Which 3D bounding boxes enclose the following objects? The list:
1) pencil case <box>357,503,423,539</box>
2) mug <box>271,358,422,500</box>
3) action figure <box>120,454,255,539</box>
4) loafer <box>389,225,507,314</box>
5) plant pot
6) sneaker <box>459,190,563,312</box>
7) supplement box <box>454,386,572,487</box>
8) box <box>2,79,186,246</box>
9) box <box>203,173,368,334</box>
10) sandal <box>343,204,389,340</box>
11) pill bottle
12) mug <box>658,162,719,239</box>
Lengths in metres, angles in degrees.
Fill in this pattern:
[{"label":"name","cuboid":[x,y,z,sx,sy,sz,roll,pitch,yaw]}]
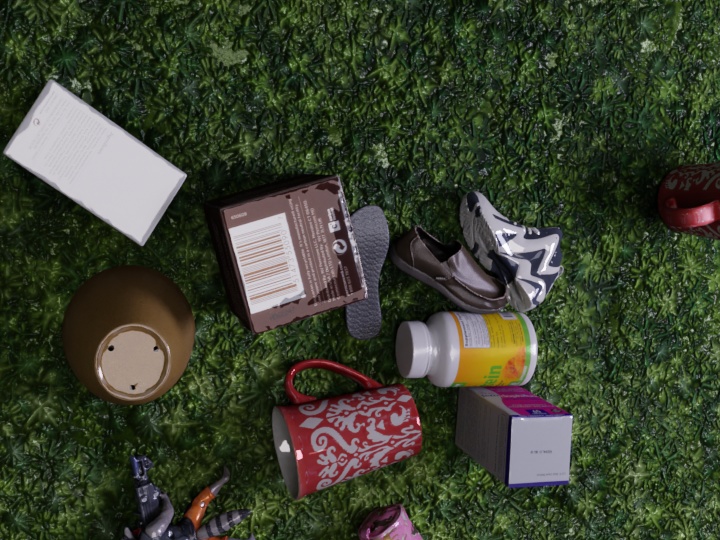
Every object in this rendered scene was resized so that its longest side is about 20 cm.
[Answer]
[{"label":"pencil case","cuboid":[0.070,0.460,1.361,0.081,0.087,0.203,-22,104,19]},{"label":"mug","cuboid":[-0.021,0.220,1.282,0.195,0.133,0.182,-11,101,-18]},{"label":"action figure","cuboid":[-0.259,0.351,1.240,0.190,0.104,0.205,-23,105,-23]},{"label":"loafer","cuboid":[0.140,-0.002,1.311,0.196,0.074,0.072,25,124,-10]},{"label":"plant pot","cuboid":[-0.299,0.097,1.146,0.182,0.200,0.192,-2,96,-16]},{"label":"sneaker","cuboid":[0.245,-0.053,1.362,0.129,0.079,0.201,-33,85,-29]},{"label":"supplement box","cuboid":[0.224,0.241,1.320,0.099,0.200,0.106,1,95,-17]},{"label":"box","cuboid":[-0.338,-0.136,1.131,0.198,0.152,0.108,35,85,-17]},{"label":"box","cuboid":[-0.107,-0.030,1.188,0.161,0.200,0.170,-17,101,-14]},{"label":"sandal","cuboid":[-0.001,0.000,1.312,0.074,0.043,0.205,2,105,-9]},{"label":"pill bottle","cuboid":[0.157,0.119,1.331,0.195,0.111,0.114,1,96,-17]},{"label":"mug","cuboid":[0.549,-0.115,1.368,0.174,0.200,0.137,16,92,-17]}]
